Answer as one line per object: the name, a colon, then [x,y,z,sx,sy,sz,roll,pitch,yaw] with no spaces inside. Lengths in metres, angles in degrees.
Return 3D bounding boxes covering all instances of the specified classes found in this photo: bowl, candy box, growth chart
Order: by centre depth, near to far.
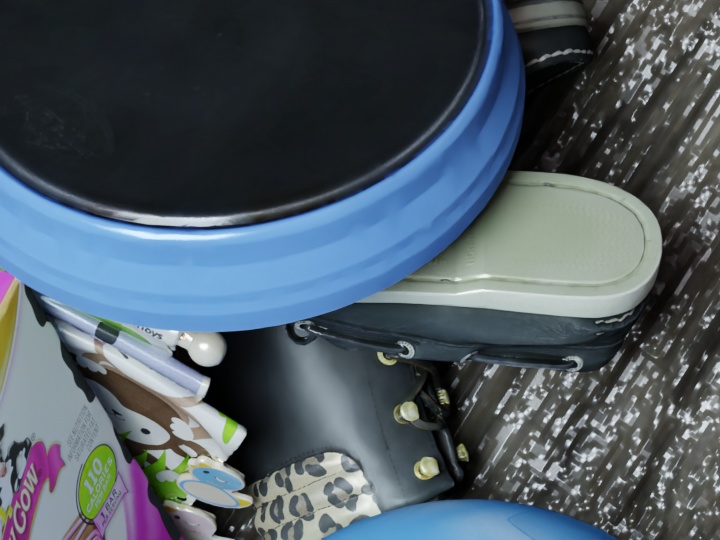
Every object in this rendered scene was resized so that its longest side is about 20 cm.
bowl: [-0.045,-0.067,0.973,0.199,0.040,0.201,-3,46,3]
candy box: [-0.128,0.111,1.007,0.061,0.200,0.137,6,55,28]
growth chart: [-0.103,0.048,1.045,0.144,0.200,0.018,23,59,5]

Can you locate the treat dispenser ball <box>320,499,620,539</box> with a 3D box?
treat dispenser ball: [0.036,0.177,0.973,0.199,0.201,0.203,-1,86,22]

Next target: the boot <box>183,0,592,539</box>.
boot: [0.017,0.004,1.061,0.203,0.073,0.155,-27,80,24]

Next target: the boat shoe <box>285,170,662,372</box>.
boat shoe: [0.001,-0.002,0.996,0.198,0.066,0.075,4,52,2]
